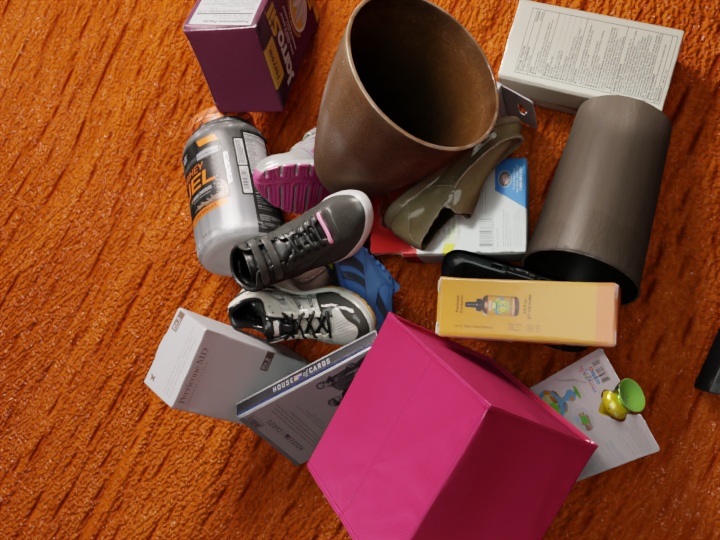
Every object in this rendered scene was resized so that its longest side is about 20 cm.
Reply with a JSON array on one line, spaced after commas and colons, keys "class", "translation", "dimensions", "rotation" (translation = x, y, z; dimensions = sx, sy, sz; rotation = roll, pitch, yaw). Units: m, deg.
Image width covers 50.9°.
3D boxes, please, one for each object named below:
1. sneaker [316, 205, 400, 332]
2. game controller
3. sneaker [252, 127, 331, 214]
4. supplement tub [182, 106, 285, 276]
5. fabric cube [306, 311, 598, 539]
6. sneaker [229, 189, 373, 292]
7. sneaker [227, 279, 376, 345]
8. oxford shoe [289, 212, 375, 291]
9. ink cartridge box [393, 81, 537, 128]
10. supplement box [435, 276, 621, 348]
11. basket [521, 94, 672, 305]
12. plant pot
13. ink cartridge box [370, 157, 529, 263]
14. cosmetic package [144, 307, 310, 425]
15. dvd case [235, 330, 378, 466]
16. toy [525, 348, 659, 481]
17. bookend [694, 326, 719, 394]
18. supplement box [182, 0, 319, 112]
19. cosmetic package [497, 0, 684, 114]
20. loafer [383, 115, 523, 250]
[{"class": "sneaker", "translation": [0.000, 0.000, 0.951], "dimensions": [0.077, 0.066, 0.204], "rotation": [-25, 112, -11]}, {"class": "game controller", "translation": [0.188, 0.036, 0.912], "dimensions": [0.195, 0.042, 0.106], "rotation": [17, 131, 17]}, {"class": "sneaker", "translation": [-0.055, -0.137, 0.981], "dimensions": [0.089, 0.196, 0.082], "rotation": [56, 140, 31]}, {"class": "supplement tub", "translation": [-0.170, -0.107, 1.005], "dimensions": [0.120, 0.123, 0.205], "rotation": [-20, 65, 12]}, {"class": "fabric cube", "translation": [0.092, 0.200, 0.820], "dimensions": [0.203, 0.193, 0.200], "rotation": [-61, 36, 8]}, {"class": "sneaker", "translation": [-0.073, -0.026, 0.857], "dimensions": [0.198, 0.098, 0.072], "rotation": [-26, 89, 41]}, {"class": "sneaker", "translation": [-0.075, 0.063, 0.920], "dimensions": [0.196, 0.087, 0.078], "rotation": [9, 119, 31]}, {"class": "oxford shoe", "translation": [-0.048, -0.009, 1.006], "dimensions": [0.198, 0.071, 0.074], "rotation": [-34, 93, 16]}, {"class": "ink cartridge box", "translation": [0.118, -0.209, 0.949], "dimensions": [0.197, 0.115, 0.069], "rotation": [31, 93, 17]}, {"class": "supplement box", "translation": [0.184, 0.046, 0.837], "dimensions": [0.194, 0.069, 0.069], "rotation": [3, 84, 21]}, {"class": "basket", "translation": [0.278, -0.083, 0.871], "dimensions": [0.133, 0.181, 0.205], "rotation": [17, 79, 14]}, {"class": "plant pot", "translation": [0.024, -0.167, 0.852], "dimensions": [0.200, 0.183, 0.191], "rotation": [-41, 68, 54]}, {"class": "ink cartridge box", "translation": [0.114, -0.072, 0.958], "dimensions": [0.194, 0.067, 0.120], "rotation": [0, 83, 16]}, {"class": "cosmetic package", "translation": [-0.156, 0.129, 0.940], "dimensions": [0.073, 0.198, 0.104], "rotation": [26, 90, 41]}, {"class": "dvd case", "translation": [-0.033, 0.164, 0.935], "dimensions": [0.196, 0.151, 0.025], "rotation": [-27, 45, 10]}, {"class": "toy", "translation": [0.249, 0.170, 0.860], "dimensions": [0.046, 0.200, 0.117], "rotation": [-20, 74, -30]}, {"class": "bookend", "translation": [0.502, 0.079, 0.817], "dimensions": [0.196, 0.092, 0.203], "rotation": [24, 92, 16]}, {"class": "supplement box", "translation": [-0.135, -0.325, 0.987], "dimensions": [0.100, 0.132, 0.204], "rotation": [4, 55, 16]}, {"class": "cosmetic package", "translation": [0.277, -0.248, 0.923], "dimensions": [0.195, 0.087, 0.106], "rotation": [19, 89, 16]}, {"class": "loafer", "translation": [0.118, -0.098, 0.890], "dimensions": [0.199, 0.076, 0.068], "rotation": [-41, 73, 16]}]
